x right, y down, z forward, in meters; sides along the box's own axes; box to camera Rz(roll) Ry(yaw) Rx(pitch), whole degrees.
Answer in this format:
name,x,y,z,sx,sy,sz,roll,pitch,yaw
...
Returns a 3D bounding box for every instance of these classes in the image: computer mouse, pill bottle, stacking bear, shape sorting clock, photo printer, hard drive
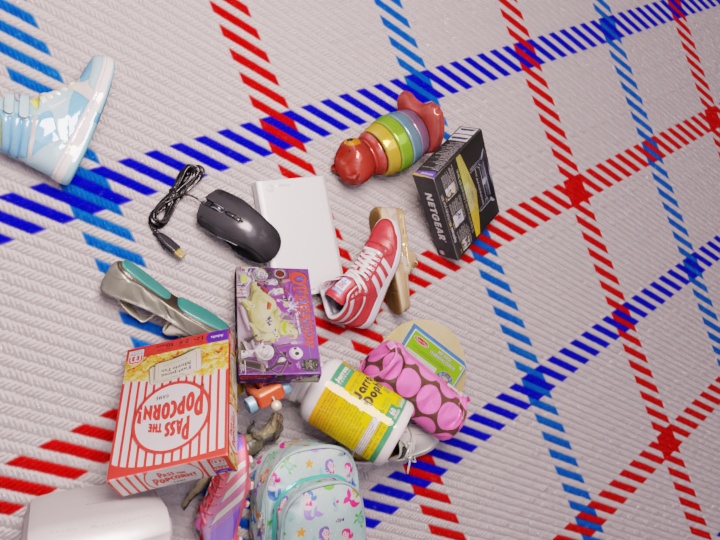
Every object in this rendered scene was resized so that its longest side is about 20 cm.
name,x,y,z,sx,sy,sz,roll,pitch,yaw
computer mouse,-0.226,-0.065,0.890,0.200,0.046,0.141,40,69,-10
pill bottle,-0.025,0.211,0.914,0.199,0.113,0.113,30,68,8
stacking bear,0.041,-0.224,1.038,0.199,0.121,0.114,-32,136,-20
shape sorting clock,0.110,0.191,1.064,0.199,0.039,0.201,-2,94,-21
photo printer,-0.329,0.322,0.713,0.165,0.200,0.070,2,83,-28
hard drive,-0.104,-0.057,0.983,0.131,0.026,0.201,-10,90,-30

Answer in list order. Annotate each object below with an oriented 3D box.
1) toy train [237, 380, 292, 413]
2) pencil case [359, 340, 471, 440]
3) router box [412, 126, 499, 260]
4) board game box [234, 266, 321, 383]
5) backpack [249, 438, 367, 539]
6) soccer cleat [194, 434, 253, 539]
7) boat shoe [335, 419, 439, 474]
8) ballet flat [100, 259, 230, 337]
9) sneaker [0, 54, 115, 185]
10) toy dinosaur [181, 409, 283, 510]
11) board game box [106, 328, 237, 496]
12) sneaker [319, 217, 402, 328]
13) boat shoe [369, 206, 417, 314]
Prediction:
name,x,y,z,sx,sy,sz,roll,pitch,yaw
toy train,-0.209,0.182,0.825,0.199,0.150,0.056,-22,109,-25
pencil case,0.097,0.203,0.993,0.200,0.091,0.094,39,105,-19
router box,0.188,-0.145,1.094,0.157,0.052,0.201,-46,133,-26
board game box,-0.129,0.077,0.867,0.119,0.032,0.201,5,47,-20
backpack,-0.080,0.367,0.883,0.177,0.150,0.201,2,78,-28
soccer cleat,-0.204,0.338,0.838,0.076,0.067,0.201,6,100,-21
boat shoe,0.064,0.306,0.989,0.201,0.086,0.075,8,98,-27
ballet flat,-0.290,0.060,0.854,0.200,0.067,0.064,37,96,-20
sneaker,-0.429,-0.234,0.793,0.130,0.079,0.201,23,73,-26
toy dinosaur,-0.205,0.270,0.879,0.200,0.047,0.088,-35,108,-24
board game box,-0.242,0.182,0.766,0.151,0.046,0.201,-13,45,-1
sneaker,0.000,0.000,0.970,0.112,0.071,0.201,13,95,-51
boat shoe,0.071,-0.022,1.048,0.069,0.074,0.201,-9,88,-24
